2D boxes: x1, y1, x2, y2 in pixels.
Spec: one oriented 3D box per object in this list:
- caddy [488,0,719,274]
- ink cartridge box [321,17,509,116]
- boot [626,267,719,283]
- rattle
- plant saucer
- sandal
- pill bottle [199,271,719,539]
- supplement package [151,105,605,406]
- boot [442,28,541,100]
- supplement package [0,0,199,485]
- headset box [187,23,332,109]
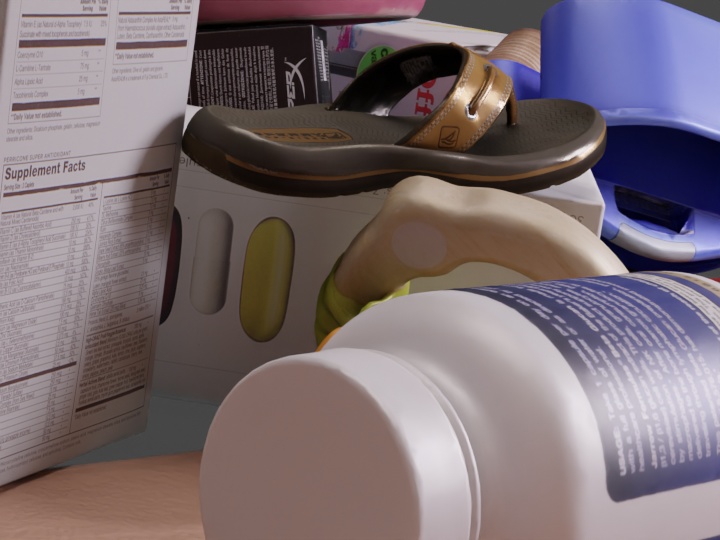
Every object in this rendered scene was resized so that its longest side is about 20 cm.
[{"bbox_3d":[0.140,-0.054,1.129,0.199,0.106,0.141,14,-33,-34],"label":"caddy"},{"bbox_3d":[0.019,-0.079,1.361,0.199,0.148,0.146,15,11,39],"label":"ink cartridge box"},{"bbox_3d":[0.169,0.032,1.075,0.143,0.073,0.200,7,2,-2],"label":"boot"},{"bbox_3d":[0.073,0.061,0.836,0.199,0.131,0.143,33,19,-7],"label":"rattle"},{"bbox_3d":[-0.046,-0.151,1.152,0.199,0.051,0.201,-4,4,0],"label":"plant saucer"},{"bbox_3d":[0.020,-0.065,0.894,0.199,0.055,0.082,-2,18,-31],"label":"sandal"},{"bbox_3d":[0.047,0.059,0.685,0.111,0.112,0.199,15,12,38],"label":"pill bottle"},{"bbox_3d":[0.000,0.000,0.992,0.199,0.112,0.156,8,10,2],"label":"supplement package"},{"bbox_3d":[0.102,-0.017,1.228,0.076,0.201,0.155,-9,32,39],"label":"boot"},{"bbox_3d":[-0.164,-0.040,0.826,0.151,0.201,0.151,12,11,20],"label":"supplement package"},{"bbox_3d":[-0.115,-0.083,1.150,0.198,0.078,0.149,-5,4,1],"label":"headset box"}]
